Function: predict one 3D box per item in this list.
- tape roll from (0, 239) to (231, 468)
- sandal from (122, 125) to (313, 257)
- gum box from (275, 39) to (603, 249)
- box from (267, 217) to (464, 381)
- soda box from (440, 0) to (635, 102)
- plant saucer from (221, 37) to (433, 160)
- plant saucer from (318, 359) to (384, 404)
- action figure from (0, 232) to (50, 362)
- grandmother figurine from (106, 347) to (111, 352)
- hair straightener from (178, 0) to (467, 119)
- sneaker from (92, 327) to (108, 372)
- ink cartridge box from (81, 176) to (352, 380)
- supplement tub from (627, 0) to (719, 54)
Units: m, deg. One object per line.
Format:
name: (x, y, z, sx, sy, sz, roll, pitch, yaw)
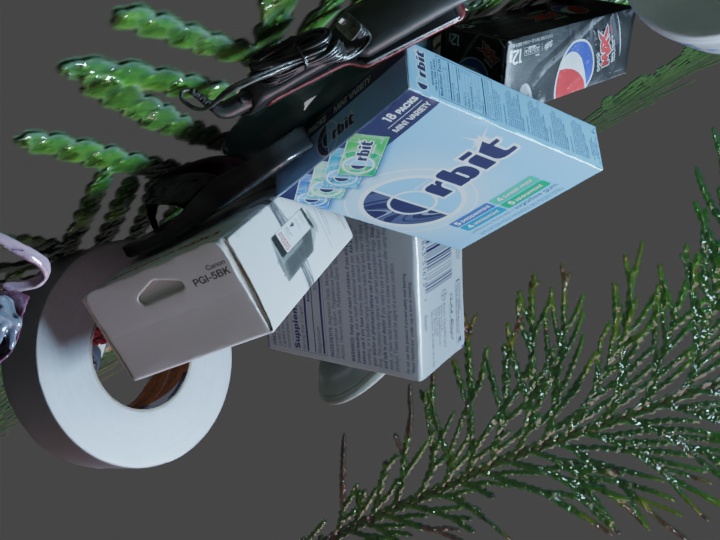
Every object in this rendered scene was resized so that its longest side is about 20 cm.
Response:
tape roll: (-0.213, 0.076, 0.775, 0.066, 0.201, 0.200, -10, -171, 41)
sandal: (-0.121, -0.069, 0.676, 0.200, 0.048, 0.075, -28, -171, 32)
gum box: (0.061, -0.087, 0.687, 0.199, 0.045, 0.170, 15, 150, -34)
box: (0.000, 0.000, 0.914, 0.199, 0.185, 0.105, 8, -158, 32)
soda box: (0.157, -0.189, 0.743, 0.071, 0.064, 0.200, 26, -143, 38)
plant saucer: (-0.022, -0.133, 0.726, 0.200, 0.027, 0.200, -28, 175, -2)
plant saucer: (0.006, 0.073, 1.061, 0.200, 0.050, 0.200, -43, -164, 15)
action figure: (-0.338, 0.044, 0.604, 0.200, 0.134, 0.149, -15, -132, 40)
grandmother figurine: (-0.269, 0.050, 1.178, 0.200, 0.061, 0.121, -27, -175, 27)
hair straightener: (-0.021, -0.147, 0.538, 0.199, 0.041, 0.077, -23, 175, -5)
sneaker: (-0.285, 0.040, 0.898, 0.200, 0.080, 0.075, -47, -161, 48)
ink cartridge box: (-0.111, -0.005, 0.726, 0.146, 0.083, 0.200, -20, -164, 25)
supplement tub: (0.282, -0.239, 0.671, 0.132, 0.132, 0.200, -30, 175, 30)
